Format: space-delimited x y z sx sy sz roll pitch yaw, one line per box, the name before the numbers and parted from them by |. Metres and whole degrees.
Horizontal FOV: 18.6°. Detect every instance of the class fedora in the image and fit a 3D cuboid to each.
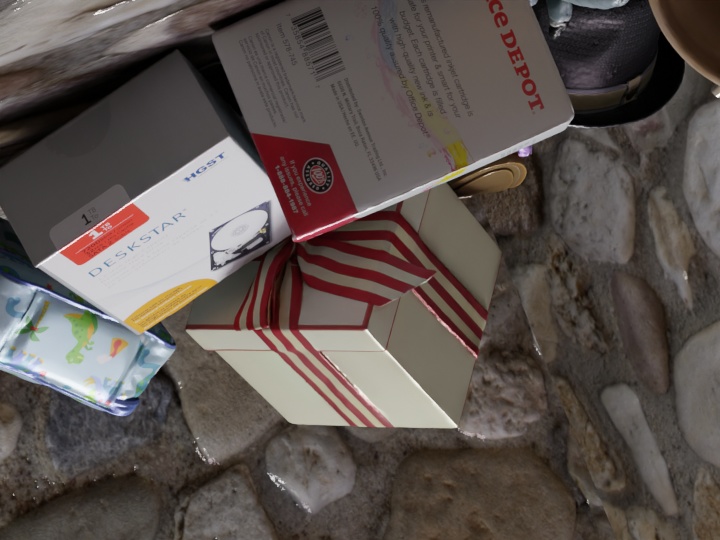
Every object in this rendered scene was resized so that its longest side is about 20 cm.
fedora | 0.169 -0.200 1.705 0.200 0.201 0.092 -22 147 -35

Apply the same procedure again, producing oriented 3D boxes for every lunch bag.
lunch bag | -0.245 0.022 1.637 0.199 0.161 0.083 26 102 -45

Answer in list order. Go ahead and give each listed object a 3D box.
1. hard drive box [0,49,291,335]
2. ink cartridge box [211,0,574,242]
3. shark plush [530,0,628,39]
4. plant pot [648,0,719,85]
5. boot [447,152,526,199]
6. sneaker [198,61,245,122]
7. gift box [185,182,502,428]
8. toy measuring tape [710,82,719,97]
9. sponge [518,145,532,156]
hard drive box | -0.140 -0.048 1.506 0.155 0.077 0.200 -34 159 5
ink cartridge box | 0.024 -0.124 1.453 0.199 0.146 0.145 -22 180 3
shark plush | 0.122 -0.198 1.529 0.090 0.084 0.200 -22 180 -33
plant pot | 0.301 -0.225 1.528 0.200 0.202 0.093 -22 -160 27
boot | 0.076 -0.137 1.755 0.076 0.157 0.200 -7 180 -6
sneaker | -0.155 -0.087 1.620 0.199 0.073 0.085 -24 177 12
gift box | 0.000 0.000 1.660 0.199 0.186 0.187 -7 147 30
toy measuring tape | 0.264 -0.226 1.751 0.073 0.201 0.074 2 141 2
sponge | 0.094 -0.152 1.855 0.030 0.113 0.200 -1 -177 -19
